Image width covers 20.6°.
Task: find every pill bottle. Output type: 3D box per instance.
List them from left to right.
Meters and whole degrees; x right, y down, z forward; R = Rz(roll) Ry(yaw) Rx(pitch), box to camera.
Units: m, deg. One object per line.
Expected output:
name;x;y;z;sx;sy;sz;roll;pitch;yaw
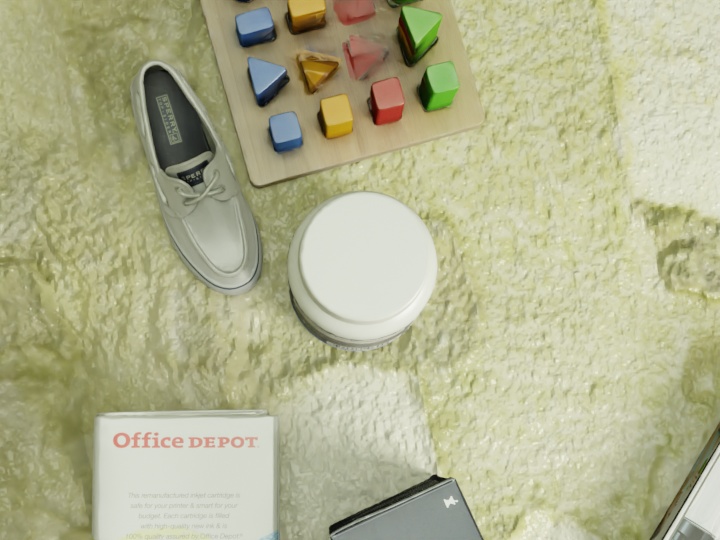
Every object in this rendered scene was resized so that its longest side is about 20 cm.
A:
pill bottle;0.000;0.000;1.515;0.114;0.200;0.114;0;83;-2

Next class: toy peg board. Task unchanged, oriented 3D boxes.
toy peg board;-0.018;-0.193;1.588;0.199;0.098;0.200;-16;84;-4

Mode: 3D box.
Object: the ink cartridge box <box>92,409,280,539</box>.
ink cartridge box;-0.135;0.209;1.546;0.144;0.085;0.200;0;85;-2

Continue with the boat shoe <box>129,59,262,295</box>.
boat shoe;-0.137;-0.074;1.586;0.074;0.065;0.200;-27;85;-5

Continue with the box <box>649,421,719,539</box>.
box;0.314;0.193;1.575;0.117;0.060;0.200;33;84;2

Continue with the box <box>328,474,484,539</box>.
box;0.061;0.265;1.497;0.104;0.182;0.200;-25;85;-4
